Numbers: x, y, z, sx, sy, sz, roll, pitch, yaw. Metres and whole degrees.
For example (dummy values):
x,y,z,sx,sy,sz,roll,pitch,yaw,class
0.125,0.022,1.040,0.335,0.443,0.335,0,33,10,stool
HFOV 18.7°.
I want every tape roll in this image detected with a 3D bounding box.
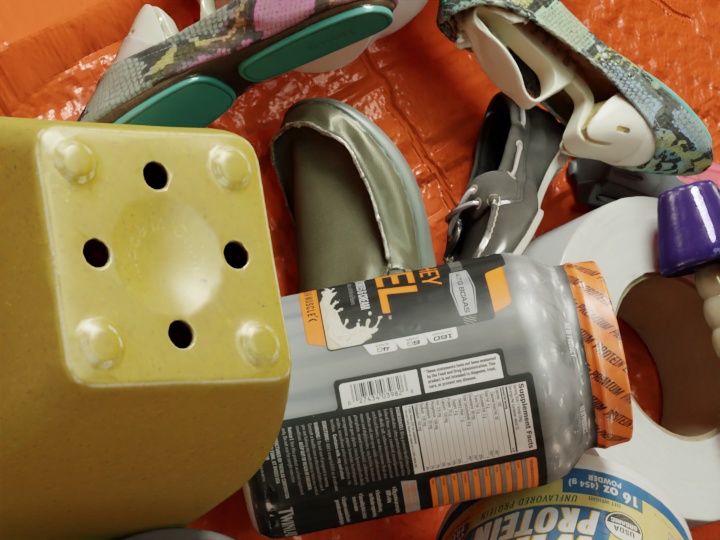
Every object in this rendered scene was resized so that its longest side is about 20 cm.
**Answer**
x,y,z,sx,sy,sz,roll,pitch,yaw,class
0.169,0.059,1.315,0.202,0.071,0.203,14,65,-33,tape roll

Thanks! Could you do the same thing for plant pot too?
x,y,z,sx,sy,sz,roll,pitch,yaw,class
-0.138,0.022,1.008,0.194,0.200,0.196,1,74,-37,plant pot

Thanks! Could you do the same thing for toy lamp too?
x,y,z,sx,sy,sz,roll,pitch,yaw,class
0.216,0.047,1.275,0.058,0.058,0.201,-6,78,-39,toy lamp

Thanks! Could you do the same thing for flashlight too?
x,y,z,sx,sy,sz,roll,pitch,yaw,class
0.227,-0.063,1.411,0.200,0.068,0.068,14,39,-32,flashlight

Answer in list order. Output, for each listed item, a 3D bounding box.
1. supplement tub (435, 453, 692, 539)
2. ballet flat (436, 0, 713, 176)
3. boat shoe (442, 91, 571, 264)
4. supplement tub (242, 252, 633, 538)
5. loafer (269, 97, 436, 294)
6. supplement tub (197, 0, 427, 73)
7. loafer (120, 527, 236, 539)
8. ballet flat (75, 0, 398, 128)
x,y,z,sx,sy,sz,roll,pitch,yaw,class
0.104,0.206,1.122,0.145,0.145,0.200,40,28,-19,supplement tub
0.122,-0.107,1.290,0.200,0.074,0.074,39,53,-9,ballet flat
0.076,-0.044,1.269,0.057,0.067,0.200,38,33,-4,boat shoe
0.032,0.061,1.119,0.199,0.123,0.123,-11,77,-2,supplement tub
0.000,0.000,1.204,0.070,0.075,0.200,-24,88,-45,loafer
-0.001,-0.221,1.241,0.145,0.145,0.200,47,52,-14,supplement tub
-0.126,0.181,1.029,0.200,0.071,0.073,-13,126,-32,loafer
-0.076,-0.119,1.141,0.071,0.200,0.069,66,12,18,ballet flat
